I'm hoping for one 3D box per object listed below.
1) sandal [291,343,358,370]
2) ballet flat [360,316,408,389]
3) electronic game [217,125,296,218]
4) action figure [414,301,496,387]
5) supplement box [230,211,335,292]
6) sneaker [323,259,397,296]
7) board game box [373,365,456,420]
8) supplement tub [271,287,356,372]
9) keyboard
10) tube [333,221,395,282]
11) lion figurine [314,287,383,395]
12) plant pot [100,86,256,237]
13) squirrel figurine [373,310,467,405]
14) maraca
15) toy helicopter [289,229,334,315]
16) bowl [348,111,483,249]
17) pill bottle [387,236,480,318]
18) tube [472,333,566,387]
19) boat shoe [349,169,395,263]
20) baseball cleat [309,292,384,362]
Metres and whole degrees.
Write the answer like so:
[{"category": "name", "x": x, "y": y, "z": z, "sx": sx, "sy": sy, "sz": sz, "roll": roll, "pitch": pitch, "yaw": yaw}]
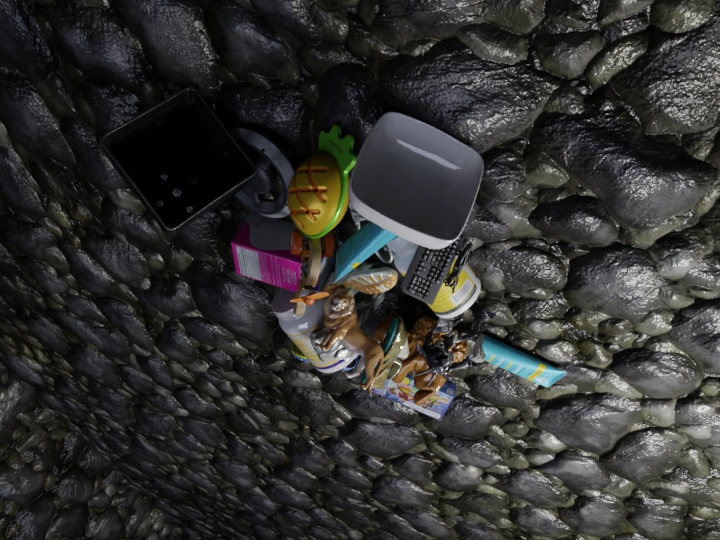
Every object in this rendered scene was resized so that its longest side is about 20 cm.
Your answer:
[{"category": "sandal", "x": -0.085, "y": 0.212, "z": 1.529, "sx": 0.196, "sy": 0.080, "sz": 0.088, "roll": 5, "pitch": 140, "yaw": 26}, {"category": "ballet flat", "x": 0.065, "y": 0.178, "z": 1.272, "sx": 0.070, "sy": 0.071, "sz": 0.202, "roll": 26, "pitch": 123, "yaw": -1}, {"category": "electronic game", "x": -0.201, "y": -0.189, "z": 1.183, "sx": 0.197, "sy": 0.042, "sz": 0.203, "roll": 20, "pitch": 138, "yaw": 19}, {"category": "action figure", "x": 0.186, "y": 0.138, "z": 1.201, "sx": 0.119, "sy": 0.201, "sz": 0.102, "roll": 41, "pitch": 154, "yaw": -7}, {"category": "supplement box", "x": -0.162, "y": -0.034, "z": 1.284, "sx": 0.196, "sy": 0.102, "sz": 0.104, "roll": 17, "pitch": 140, "yaw": 11}, {"category": "sneaker", "x": 0.000, "y": 0.000, "z": 1.240, "sx": 0.198, "sy": 0.089, "sz": 0.075, "roll": -12, "pitch": 140, "yaw": 45}, {"category": "board game box", "x": 0.132, "y": 0.302, "z": 1.537, "sx": 0.196, "sy": 0.035, "sz": 0.137, "roll": 22, "pitch": 141, "yaw": 5}, {"category": "supplement tub", "x": -0.097, "y": 0.118, "z": 1.378, "sx": 0.143, "sy": 0.147, "sz": 0.201, "roll": -11, "pitch": 129, "yaw": 36}, {"category": "keyboard", "x": 0.155, "y": -0.035, "z": 1.062, "sx": 0.103, "sy": 0.203, "sz": 0.040, "roll": 23, "pitch": -174, "yaw": -22}, {"category": "tube", "x": 0.017, "y": -0.058, "z": 1.080, "sx": 0.050, "sy": 0.078, "sz": 0.199, "roll": 36, "pitch": 127, "yaw": -24}, {"category": "lion figurine", "x": -0.011, "y": 0.143, "z": 1.226, "sx": 0.200, "sy": 0.123, "sz": 0.072, "roll": 46, "pitch": 165, "yaw": -7}, {"category": "plant pot", "x": -0.341, "y": -0.180, "z": 1.137, "sx": 0.201, "sy": 0.199, "sz": 0.177, "roll": 51, "pitch": 156, "yaw": -1}, {"category": "squirrel figurine", "x": 0.129, "y": 0.163, "z": 1.342, "sx": 0.187, "sy": 0.142, "sz": 0.200, "roll": 45, "pitch": 124, "yaw": -7}, {"category": "maraca", "x": -0.066, "y": -0.155, "z": 1.071, "sx": 0.137, "sy": 0.106, "sz": 0.203, "roll": 41, "pitch": 116, "yaw": 37}, {"category": "toy helicopter", "x": -0.101, "y": 0.026, "z": 1.154, "sx": 0.077, "sy": 0.134, "sz": 0.202, "roll": 3, "pitch": 141, "yaw": -16}, {"category": "bowl", "x": 0.083, "y": -0.137, "z": 0.976, "sx": 0.197, "sy": 0.202, "sz": 0.075, "roll": 26, "pitch": 152, "yaw": -2}, {"category": "pill bottle", "x": 0.132, "y": -0.015, "z": 1.141, "sx": 0.110, "sy": 0.112, "sz": 0.201, "roll": -19, "pitch": 123, "yaw": 40}, {"category": "tube", "x": 0.342, "y": 0.200, "z": 1.316, "sx": 0.197, "sy": 0.051, "sz": 0.078, "roll": 24, "pitch": 148, "yaw": -5}, {"category": "boat shoe", "x": 0.022, "y": -0.101, "z": 1.141, "sx": 0.073, "sy": 0.067, "sz": 0.201, "roll": -16, "pitch": 125, "yaw": 38}, {"category": "baseball cleat", "x": -0.020, "y": 0.119, "z": 1.310, "sx": 0.069, "sy": 0.198, "sz": 0.108, "roll": 27, "pitch": 146, "yaw": 58}]
